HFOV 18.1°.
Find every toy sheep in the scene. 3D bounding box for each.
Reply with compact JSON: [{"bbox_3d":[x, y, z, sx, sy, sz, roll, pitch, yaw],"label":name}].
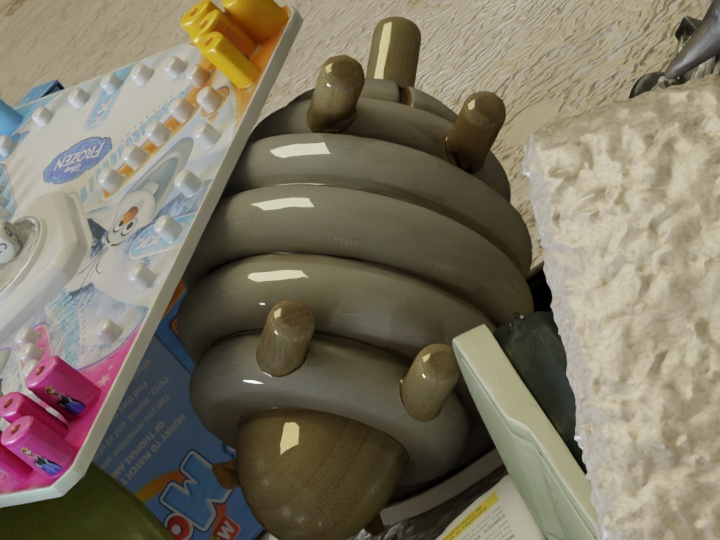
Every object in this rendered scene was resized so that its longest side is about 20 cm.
[{"bbox_3d":[0.000,0.000,0.774,0.138,0.137,0.201,-18,49,51],"label":"toy sheep"}]

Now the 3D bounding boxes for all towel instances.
[{"bbox_3d":[0.116,0.033,0.541,0.132,0.034,0.201,-16,63,11],"label":"towel"}]

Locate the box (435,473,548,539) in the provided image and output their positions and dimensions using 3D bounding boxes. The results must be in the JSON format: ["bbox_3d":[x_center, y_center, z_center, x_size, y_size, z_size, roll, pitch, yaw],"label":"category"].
[{"bbox_3d":[0.046,0.135,0.644,0.082,0.049,0.200,-41,18,6],"label":"box"}]

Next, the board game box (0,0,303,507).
[{"bbox_3d":[-0.126,-0.002,0.792,0.199,0.026,0.201,-14,43,45],"label":"board game box"}]

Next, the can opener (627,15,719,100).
[{"bbox_3d":[0.124,-0.039,0.816,0.200,0.066,0.054,84,-155,-79],"label":"can opener"}]

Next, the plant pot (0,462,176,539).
[{"bbox_3d":[-0.143,0.166,0.777,0.193,0.201,0.200,-37,14,-25],"label":"plant pot"}]

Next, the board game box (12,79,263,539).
[{"bbox_3d":[-0.116,0.046,0.945,0.151,0.200,0.037,-48,17,-20],"label":"board game box"}]

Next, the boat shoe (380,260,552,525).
[{"bbox_3d":[0.046,0.039,0.853,0.199,0.060,0.072,-28,22,36],"label":"boat shoe"}]

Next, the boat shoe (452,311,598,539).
[{"bbox_3d":[0.092,0.071,0.616,0.066,0.075,0.200,-27,36,-6],"label":"boat shoe"}]

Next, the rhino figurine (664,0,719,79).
[{"bbox_3d":[0.166,-0.123,0.675,0.200,0.060,0.087,-43,-2,-2],"label":"rhino figurine"}]
